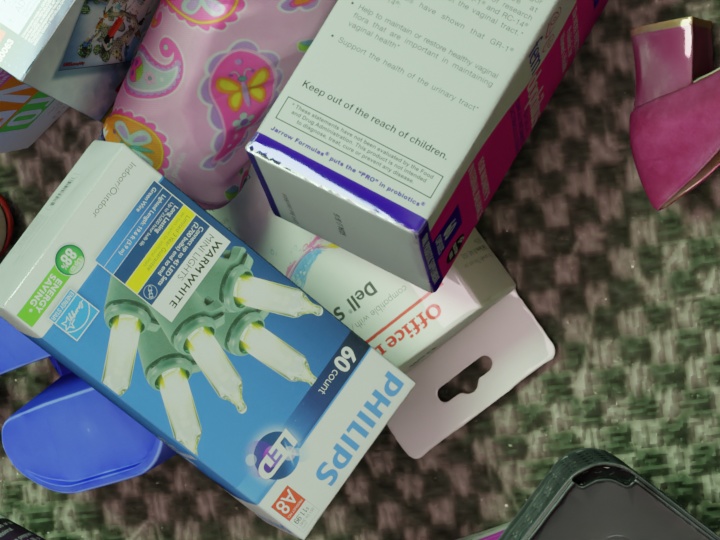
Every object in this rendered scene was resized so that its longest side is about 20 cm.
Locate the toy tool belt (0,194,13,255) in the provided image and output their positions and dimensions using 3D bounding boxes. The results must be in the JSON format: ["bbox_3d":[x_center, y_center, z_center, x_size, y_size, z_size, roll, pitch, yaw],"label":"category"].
[{"bbox_3d":[-0.276,0.045,1.571,0.125,0.123,0.200,34,109,19],"label":"toy tool belt"}]

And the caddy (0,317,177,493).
[{"bbox_3d":[-0.133,0.038,1.512,0.200,0.105,0.142,-18,103,51],"label":"caddy"}]

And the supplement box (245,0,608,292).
[{"bbox_3d":[0.040,-0.107,1.401,0.103,0.101,0.200,27,78,14],"label":"supplement box"}]

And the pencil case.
[{"bbox_3d":[-0.061,-0.129,1.405,0.087,0.087,0.200,34,119,13],"label":"pencil case"}]

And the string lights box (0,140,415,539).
[{"bbox_3d":[-0.082,0.035,1.397,0.200,0.059,0.103,39,80,-19],"label":"string lights box"}]

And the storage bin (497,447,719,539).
[{"bbox_3d":[0.154,0.199,1.417,0.200,0.094,0.135,38,91,-2],"label":"storage bin"}]

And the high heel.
[{"bbox_3d":[0.226,-0.089,1.390,0.200,0.067,0.096,-7,86,27],"label":"high heel"}]

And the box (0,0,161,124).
[{"bbox_3d":[-0.121,-0.147,1.409,0.038,0.200,0.137,33,91,11],"label":"box"}]

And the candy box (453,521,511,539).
[{"bbox_3d":[0.063,0.250,1.514,0.136,0.061,0.200,-20,90,22],"label":"candy box"}]

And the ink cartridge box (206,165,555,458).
[{"bbox_3d":[0.000,0.000,1.494,0.117,0.067,0.200,-39,84,21],"label":"ink cartridge box"}]

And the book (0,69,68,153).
[{"bbox_3d":[-0.194,-0.114,1.478,0.134,0.200,0.048,-40,83,22],"label":"book"}]

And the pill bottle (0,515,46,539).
[{"bbox_3d":[-0.190,0.211,1.576,0.200,0.112,0.113,27,107,15],"label":"pill bottle"}]
